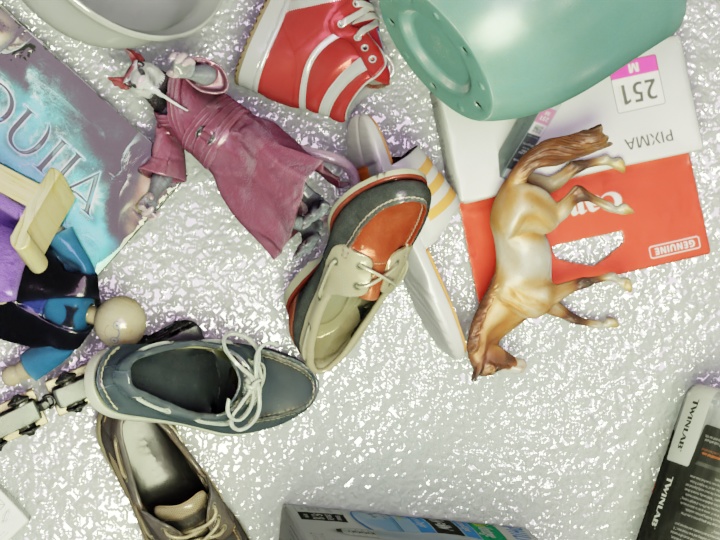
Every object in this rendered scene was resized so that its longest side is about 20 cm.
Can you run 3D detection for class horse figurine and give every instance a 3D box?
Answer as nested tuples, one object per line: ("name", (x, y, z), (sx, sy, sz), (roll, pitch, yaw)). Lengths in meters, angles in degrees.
("horse figurine", (0.143, -0.019, 1.682), (0.132, 0.050, 0.201), (-4, 110, -15))

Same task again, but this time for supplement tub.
("supplement tub", (0.279, 0.197, 1.693), (0.122, 0.123, 0.201), (19, 88, -7))

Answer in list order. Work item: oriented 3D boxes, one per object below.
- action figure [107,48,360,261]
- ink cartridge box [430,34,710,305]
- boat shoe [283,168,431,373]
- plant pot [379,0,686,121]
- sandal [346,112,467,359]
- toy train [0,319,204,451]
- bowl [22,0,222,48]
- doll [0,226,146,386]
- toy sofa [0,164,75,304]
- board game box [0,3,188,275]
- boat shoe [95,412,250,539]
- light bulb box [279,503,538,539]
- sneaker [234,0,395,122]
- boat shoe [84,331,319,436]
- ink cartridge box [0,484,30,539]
("action figure", (-0.097, -0.105, 1.632), (0.200, 0.149, 0.134), (41, 126, 8))
("ink cartridge box", (0.168, -0.077, 1.715), (0.199, 0.044, 0.174), (-13, 91, -7))
("boat shoe", (0.000, 0.000, 1.623), (0.071, 0.200, 0.063), (6, 53, -27))
("plant pot", (0.112, -0.204, 1.612), (0.161, 0.201, 0.201), (-40, 95, -16))
("sandal", (0.050, -0.034, 1.688), (0.059, 0.079, 0.207), (-27, 105, -13))
("toy train", (-0.212, 0.087, 1.670), (0.199, 0.046, 0.034), (-25, 101, -9))
("bowl", (-0.201, -0.241, 1.622), (0.201, 0.090, 0.202), (25, 52, -35))
("doll", (-0.256, 0.023, 1.644), (0.199, 0.048, 0.137), (11, 105, 4))
("toy sofa", (-0.314, -0.063, 1.587), (0.199, 0.083, 0.098), (27, 78, 6))
("board game box", (-0.248, -0.090, 1.670), (0.200, 0.028, 0.135), (42, 87, -6))
("boat shoe", (-0.138, 0.184, 1.666), (0.074, 0.073, 0.200), (-34, 95, -5))
("light bulb box", (0.041, 0.255, 1.627), (0.199, 0.198, 0.125), (6, 92, -8))
("sneaker", (-0.006, -0.210, 1.667), (0.112, 0.071, 0.201), (25, 96, 7))
("boat shoe", (-0.107, 0.082, 1.637), (0.199, 0.062, 0.075), (11, 77, -36))
("ink cartridge box", (-0.352, 0.150, 1.657), (0.099, 0.039, 0.200), (-43, 97, -4))
